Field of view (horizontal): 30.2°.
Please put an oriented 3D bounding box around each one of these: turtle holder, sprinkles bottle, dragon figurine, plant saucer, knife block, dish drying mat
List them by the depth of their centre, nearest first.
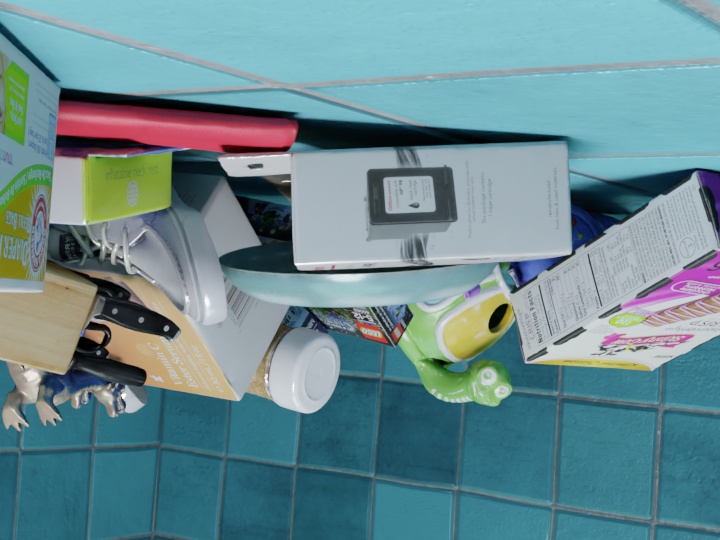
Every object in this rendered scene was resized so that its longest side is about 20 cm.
[{"bbox_3d":[-0.139,-0.084,0.748,0.199,0.018,0.077,5,179,-12],"label":"dish drying mat"},{"bbox_3d":[-0.213,0.026,0.857,0.175,0.064,0.200,20,180,3],"label":"knife block"},{"bbox_3d":[0.000,0.000,0.933,0.199,0.028,0.200,-1,-172,0],"label":"plant saucer"},{"bbox_3d":[-0.246,0.050,1.004,0.059,0.200,0.100,-13,-148,21],"label":"dragon figurine"},{"bbox_3d":[-0.115,0.065,1.140,0.199,0.069,0.068,13,-177,32],"label":"sprinkles bottle"},{"bbox_3d":[0.084,0.027,1.261,0.131,0.186,0.141,-21,127,25],"label":"turtle holder"}]

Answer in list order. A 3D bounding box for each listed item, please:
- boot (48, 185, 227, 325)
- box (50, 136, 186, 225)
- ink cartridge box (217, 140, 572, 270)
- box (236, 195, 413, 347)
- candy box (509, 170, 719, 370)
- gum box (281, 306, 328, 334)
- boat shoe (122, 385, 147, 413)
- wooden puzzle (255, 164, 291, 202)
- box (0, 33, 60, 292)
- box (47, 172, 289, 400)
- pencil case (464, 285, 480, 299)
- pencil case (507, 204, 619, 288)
[{"bbox_3d":[-0.161,-0.016,0.901,0.095,0.074,0.200,-14,-149,-20],"label":"boot"},{"bbox_3d":[-0.211,-0.061,0.834,0.199,0.048,0.122,5,-170,16],"label":"box"},{"bbox_3d":[0.018,-0.036,0.801,0.199,0.067,0.116,-2,179,-2],"label":"ink cartridge box"},{"bbox_3d":[-0.064,-0.005,1.180,0.199,0.038,0.137,13,149,36],"label":"box"},{"bbox_3d":[0.221,0.008,0.944,0.136,0.061,0.200,5,153,-33],"label":"candy box"},{"bbox_3d":[-0.150,0.012,1.210,0.170,0.045,0.200,-4,138,50],"label":"gum box"},{"bbox_3d":[-0.257,0.068,1.202,0.200,0.065,0.074,49,176,41],"label":"boat shoe"},{"bbox_3d":[0.028,-0.048,0.998,0.199,0.047,0.185,4,178,3],"label":"wooden puzzle"},{"bbox_3d":[-0.204,-0.048,0.590,0.101,0.113,0.200,4,179,-3],"label":"box"},{"bbox_3d":[-0.182,0.007,1.067,0.199,0.107,0.153,6,143,29],"label":"box"},{"bbox_3d":[0.026,-0.021,1.187,0.084,0.086,0.200,-29,-157,-38],"label":"pencil case"},{"bbox_3d":[0.184,-0.009,1.116,0.078,0.087,0.200,-1,179,21],"label":"pencil case"}]
